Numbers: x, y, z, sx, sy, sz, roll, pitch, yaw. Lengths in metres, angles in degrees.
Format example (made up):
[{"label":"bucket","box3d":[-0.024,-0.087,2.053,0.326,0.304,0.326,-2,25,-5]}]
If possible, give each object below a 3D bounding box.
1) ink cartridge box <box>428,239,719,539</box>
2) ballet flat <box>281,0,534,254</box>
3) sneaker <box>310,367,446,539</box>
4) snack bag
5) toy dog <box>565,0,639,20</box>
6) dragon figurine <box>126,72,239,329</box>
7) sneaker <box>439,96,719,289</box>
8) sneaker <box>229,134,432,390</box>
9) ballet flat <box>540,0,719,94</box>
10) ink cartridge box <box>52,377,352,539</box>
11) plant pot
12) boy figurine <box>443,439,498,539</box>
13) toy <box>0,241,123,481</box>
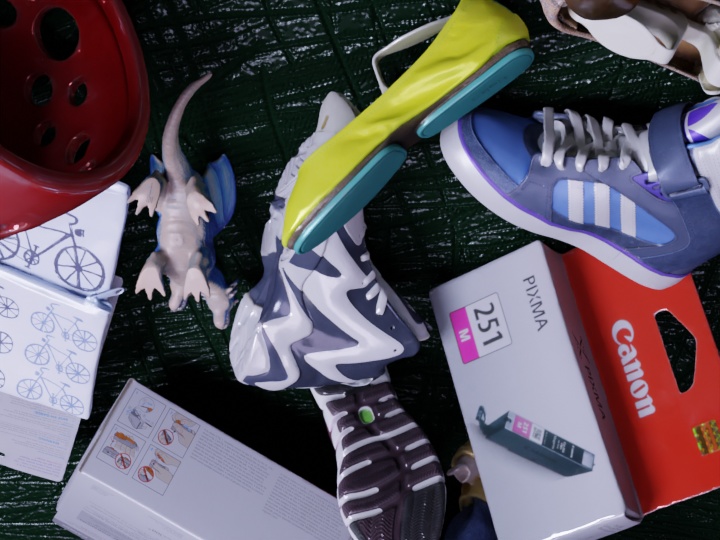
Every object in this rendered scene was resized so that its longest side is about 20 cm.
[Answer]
[{"label":"ink cartridge box","box3d":[0.151,0.073,1.086,0.173,0.202,0.043,-26,155,24]},{"label":"ballet flat","box3d":[0.016,-0.096,0.999,0.200,0.067,0.067,-40,78,5]},{"label":"sneaker","box3d":[0.020,0.149,1.170,0.075,0.201,0.116,-17,140,-1]},{"label":"snack bag","box3d":[-0.255,-0.004,1.111,0.187,0.021,0.201,19,121,1]},{"label":"toy dog","box3d":[0.172,-0.227,0.874,0.199,0.141,0.194,-26,159,22]},{"label":"dragon figurine","box3d":[-0.116,-0.044,1.084,0.058,0.100,0.202,0,113,5]},{"label":"sneaker","box3d":[0.167,-0.079,1.012,0.199,0.081,0.147,29,133,-15]},{"label":"sneaker","box3d":[0.000,0.000,1.103,0.129,0.080,0.201,11,111,-22]},{"label":"ballet flat","box3d":[0.194,-0.141,0.976,0.198,0.068,0.068,15,130,-10]},{"label":"ink cartridge box","box3d":[-0.123,0.186,1.231,0.199,0.084,0.176,31,154,-6]},{"label":"plant pot","box3d":[-0.251,-0.101,0.948,0.182,0.201,0.200,-28,125,31]},{"label":"boy figurine","box3d":[0.114,0.168,1.166,0.064,0.200,0.125,-26,110,43]},{"label":"toy","box3d":[-0.249,0.056,1.190,0.114,0.047,0.201,18,126,-7]}]
